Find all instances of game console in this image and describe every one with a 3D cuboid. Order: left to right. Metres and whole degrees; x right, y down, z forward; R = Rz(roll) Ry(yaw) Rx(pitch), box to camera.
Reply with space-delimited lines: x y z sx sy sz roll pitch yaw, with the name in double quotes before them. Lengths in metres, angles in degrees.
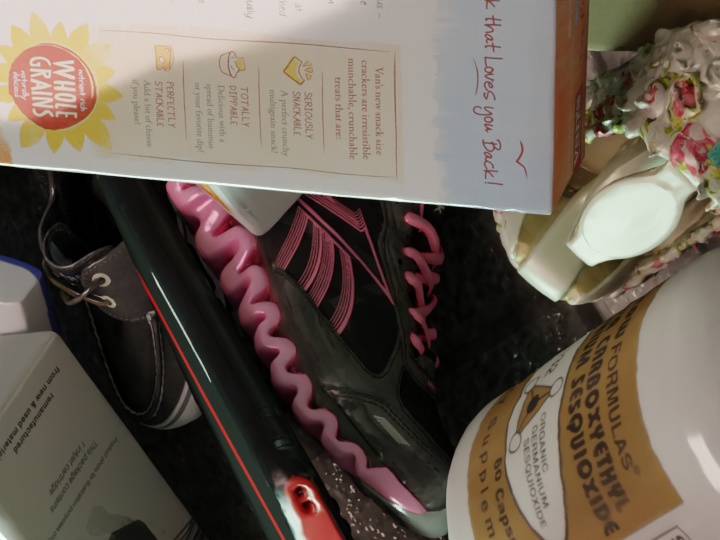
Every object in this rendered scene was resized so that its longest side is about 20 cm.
"game console" -0.035 0.059 1.093 0.200 0.031 0.177 57 171 41

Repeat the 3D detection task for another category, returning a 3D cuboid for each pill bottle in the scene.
"pill bottle" 0.124 0.054 0.950 0.114 0.114 0.200 58 140 6

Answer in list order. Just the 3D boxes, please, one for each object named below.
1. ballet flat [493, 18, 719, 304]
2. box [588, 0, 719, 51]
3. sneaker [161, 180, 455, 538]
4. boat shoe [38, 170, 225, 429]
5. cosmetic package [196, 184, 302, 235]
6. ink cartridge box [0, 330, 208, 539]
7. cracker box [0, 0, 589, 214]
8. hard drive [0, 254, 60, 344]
"ballet flat" 0.080 -0.025 0.952 0.076 0.064 0.200 37 156 -3
"box" 0.072 -0.153 0.879 0.163 0.021 0.200 0 128 17
"sneaker" 0.000 0.000 1.059 0.200 0.095 0.079 60 180 24
"boat shoe" -0.099 -0.019 1.184 0.070 0.066 0.200 25 128 36
"cosmetic package" -0.093 -0.109 1.044 0.200 0.071 0.101 41 175 31
"ink cartridge box" -0.143 0.128 1.234 0.144 0.084 0.200 -6 128 39
"cracker box" -0.032 -0.095 0.886 0.200 0.058 0.134 6 113 14
"hard drive" -0.177 0.059 1.275 0.132 0.025 0.200 16 141 23
